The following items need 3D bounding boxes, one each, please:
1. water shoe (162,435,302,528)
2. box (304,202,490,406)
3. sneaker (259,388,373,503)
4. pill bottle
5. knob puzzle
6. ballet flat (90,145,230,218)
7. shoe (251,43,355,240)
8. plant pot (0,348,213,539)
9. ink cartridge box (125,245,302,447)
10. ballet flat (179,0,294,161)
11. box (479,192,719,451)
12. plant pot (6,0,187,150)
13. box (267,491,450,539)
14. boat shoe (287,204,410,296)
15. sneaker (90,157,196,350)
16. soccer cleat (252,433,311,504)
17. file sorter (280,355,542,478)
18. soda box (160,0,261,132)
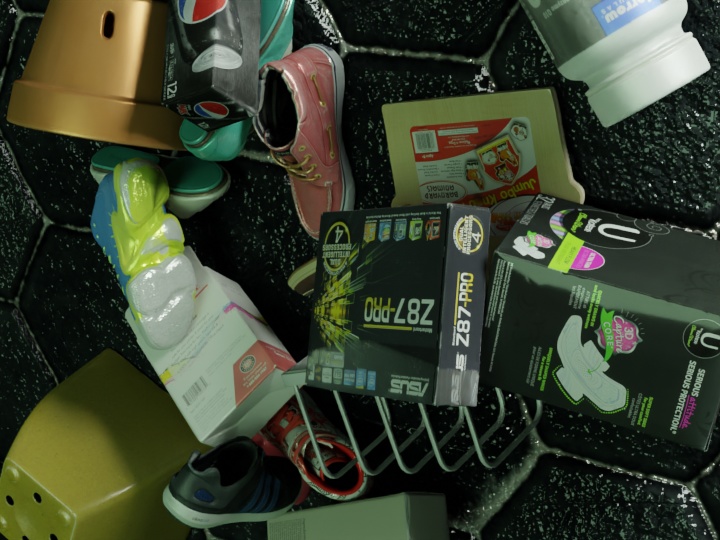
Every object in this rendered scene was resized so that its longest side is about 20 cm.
[{"bbox_3d":[-0.113,0.211,1.282,0.071,0.200,0.079,40,112,24],"label":"water shoe"},{"bbox_3d":[0.028,0.027,1.066,0.200,0.049,0.162,2,87,57],"label":"box"},{"bbox_3d":[-0.066,0.167,1.325,0.201,0.108,0.067,43,84,7],"label":"sneaker"},{"bbox_3d":[0.186,-0.223,0.994,0.114,0.114,0.200,-29,91,39],"label":"pill bottle"},{"bbox_3d":[0.118,-0.065,1.159,0.219,0.030,0.220,13,115,29],"label":"knob puzzle"},{"bbox_3d":[-0.210,-0.091,1.361,0.200,0.069,0.070,13,116,34],"label":"ballet flat"},{"bbox_3d":[-0.059,-0.115,1.222,0.071,0.091,0.200,12,115,31],"label":"shoe"},{"bbox_3d":[-0.317,0.250,1.481,0.195,0.200,0.194,34,125,18],"label":"plant pot"},{"bbox_3d":[-0.158,0.081,1.337,0.116,0.067,0.200,-45,55,10],"label":"ink cartridge box"},{"bbox_3d":[-0.108,-0.196,1.227,0.067,0.070,0.200,25,87,38],"label":"ballet flat"},{"bbox_3d":[0.213,0.036,1.042,0.200,0.149,0.125,17,118,15],"label":"box"},{"bbox_3d":[-0.246,-0.205,1.265,0.200,0.200,0.140,14,99,30],"label":"plant pot"},{"bbox_3d":[-0.005,0.281,1.299,0.200,0.068,0.082,-16,71,39],"label":"box"},{"bbox_3d":[0.000,0.000,1.230,0.200,0.072,0.072,-27,97,50],"label":"boat shoe"},{"bbox_3d":[-0.231,-0.018,1.320,0.105,0.076,0.200,4,101,53],"label":"sneaker"},{"bbox_3d":[-0.127,0.180,1.419,0.200,0.067,0.076,49,160,0],"label":"soccer cleat"},{"bbox_3d":[0.057,0.118,1.210,0.200,0.139,0.125,-10,105,37],"label":"file sorter"},{"bbox_3d":[-0.137,-0.237,1.172,0.063,0.071,0.200,-13,66,30],"label":"soda box"}]
